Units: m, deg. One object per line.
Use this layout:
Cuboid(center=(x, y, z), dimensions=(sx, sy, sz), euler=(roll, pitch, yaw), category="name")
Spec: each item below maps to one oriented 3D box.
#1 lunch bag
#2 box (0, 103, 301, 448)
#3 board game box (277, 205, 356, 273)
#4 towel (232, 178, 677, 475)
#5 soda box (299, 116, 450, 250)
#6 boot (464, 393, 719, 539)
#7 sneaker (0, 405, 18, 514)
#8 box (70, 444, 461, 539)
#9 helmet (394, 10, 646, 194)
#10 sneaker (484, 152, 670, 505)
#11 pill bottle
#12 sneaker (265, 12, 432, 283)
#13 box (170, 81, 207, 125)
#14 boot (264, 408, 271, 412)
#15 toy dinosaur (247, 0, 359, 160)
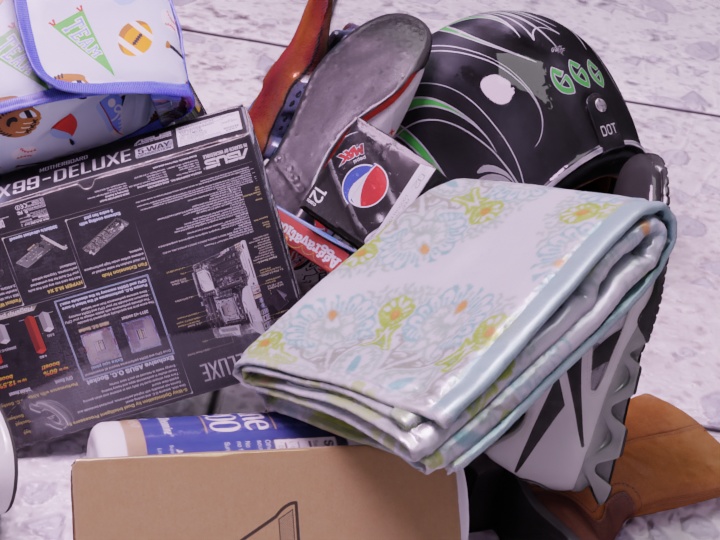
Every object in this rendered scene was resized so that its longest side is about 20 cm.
Cuboid(center=(-0.210, -0.148, 0.965), dimensions=(0.199, 0.124, 0.171), euler=(-14, 72, -4), category="lunch bag")
Cuboid(center=(-0.140, 0.006, 0.973), dimensions=(0.199, 0.158, 0.050), euler=(-17, 28, -2), category="box")
Cuboid(center=(0.000, 0.000, 1.093), dimensions=(0.103, 0.020, 0.200), euler=(34, 3, 33), category="board game box")
Cuboid(center=(0.048, 0.018, 0.866), dimensions=(0.200, 0.048, 0.171), euler=(-40, 32, -26), category="towel")
Cuboid(center=(0.032, -0.033, 1.061), dimensions=(0.063, 0.071, 0.200), euler=(34, 2, 20), category="soda box")
Cuboid(center=(0.164, 0.152, 0.985), dimensions=(0.199, 0.069, 0.188), euler=(-7, 27, -36), category="boot")
Cuboid(center=(-0.283, 0.071, 0.905), dimensions=(0.120, 0.084, 0.200), euler=(-4, 34, -37), category="sneaker")
Cuboid(center=(-0.042, 0.172, 0.816), dimensions=(0.199, 0.165, 0.021), euler=(-1, -10, -16), category="box")
Cuboid(center=(0.104, -0.101, 1.243), dimensions=(0.199, 0.201, 0.191), euler=(-19, 57, -36), category="helmet")
Cuboid(center=(0.120, 0.024, 0.919), dimensions=(0.088, 0.201, 0.074), euler=(15, -5, 2), category="sneaker")
Cuboid(center=(-0.047, 0.133, 0.893), dimensions=(0.199, 0.112, 0.111), euler=(-2, 33, -16), category="pill bottle")
Cuboid(center=(-0.009, -0.085, 1.183), dimensions=(0.067, 0.108, 0.202), euler=(27, 75, 23), category="sneaker")
Cuboid(center=(-0.134, -0.081, 1.118), dimensions=(0.049, 0.201, 0.161), euler=(-23, 19, 11), category="box")
Cuboid(center=(0.016, 0.066, 1.030), dimensions=(0.173, 0.200, 0.070), euler=(-25, 77, -2), category="boot")
Cuboid(center=(-0.069, -0.126, 1.231), dimensions=(0.181, 0.200, 0.105), euler=(-34, 36, -6), category="toy dinosaur")
